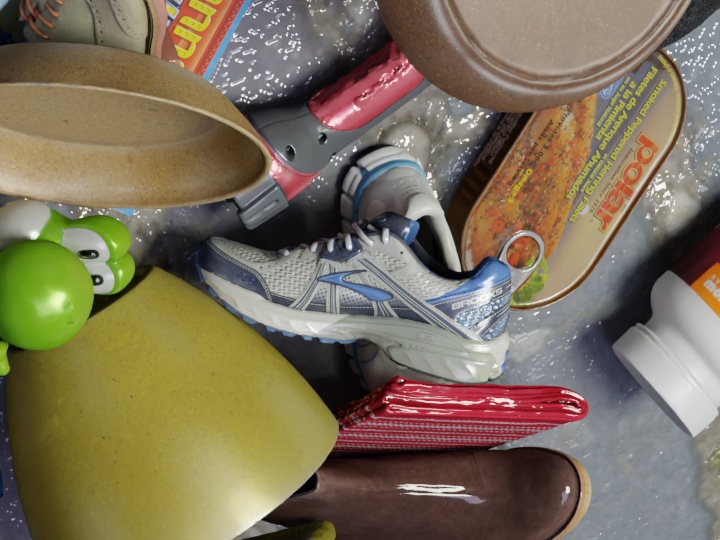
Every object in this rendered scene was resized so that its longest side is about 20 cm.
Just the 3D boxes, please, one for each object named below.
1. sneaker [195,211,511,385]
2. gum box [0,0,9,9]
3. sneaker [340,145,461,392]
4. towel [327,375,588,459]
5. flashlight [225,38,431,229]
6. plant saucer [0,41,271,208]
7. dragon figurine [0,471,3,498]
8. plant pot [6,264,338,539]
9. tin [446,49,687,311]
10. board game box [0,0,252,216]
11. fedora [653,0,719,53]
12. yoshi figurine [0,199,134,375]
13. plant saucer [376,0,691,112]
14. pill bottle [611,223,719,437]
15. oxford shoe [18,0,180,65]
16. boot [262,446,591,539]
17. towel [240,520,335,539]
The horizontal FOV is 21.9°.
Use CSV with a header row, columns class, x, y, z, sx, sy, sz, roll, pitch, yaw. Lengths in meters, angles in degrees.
class,x,y,z,sx,sy,sz,roll,pitch,yaw
sneaker,0.000,0.000,1.127,0.199,0.077,0.086,15,104,3
gum box,-0.234,-0.201,0.933,0.200,0.045,0.170,-46,123,3
sneaker,0.033,0.026,1.203,0.075,0.087,0.201,-20,123,-16
towel,0.039,0.099,1.198,0.144,0.200,0.023,5,74,-24
flashlight,-0.007,-0.108,1.131,0.200,0.068,0.068,-37,113,-2
plant saucer,-0.144,-0.078,0.973,0.199,0.200,0.036,11,73,-27
dragon figurine,-0.251,0.110,1.139,0.099,0.059,0.201,-19,119,-13
plant pot,-0.132,0.082,1.117,0.199,0.200,0.143,-30,102,-7
tin,0.135,-0.067,1.229,0.112,0.042,0.201,27,102,-27
board game box,-0.171,-0.158,1.041,0.195,0.056,0.201,23,104,-30
fedora,0.172,-0.190,1.094,0.200,0.092,0.201,-35,163,-12
yoshi figurine,-0.228,0.005,1.033,0.198,0.113,0.113,-4,156,5
plant saucer,0.101,-0.170,0.929,0.199,0.034,0.202,-10,115,-21
pill bottle,0.276,0.018,1.285,0.200,0.113,0.113,-42,123,0
oxford shoe,-0.139,-0.139,0.951,0.073,0.071,0.200,-20,149,-7
boot,0.029,0.149,1.200,0.166,0.199,0.073,14,69,-47
towel,-0.095,0.187,1.104,0.143,0.200,0.023,-14,90,8
